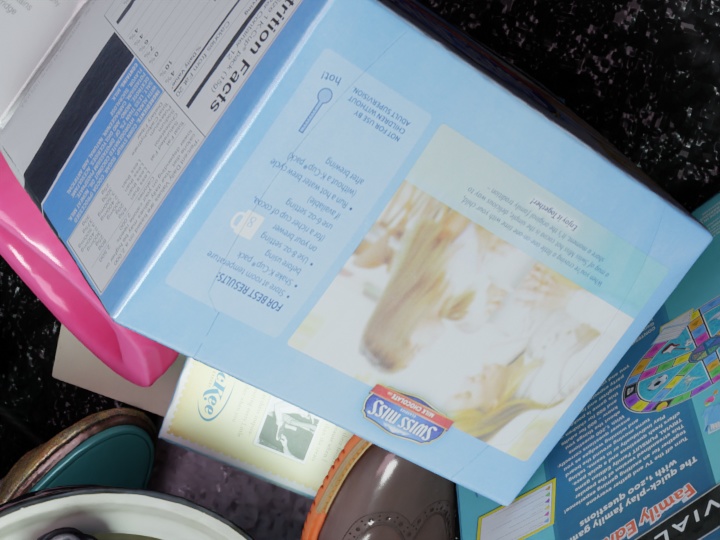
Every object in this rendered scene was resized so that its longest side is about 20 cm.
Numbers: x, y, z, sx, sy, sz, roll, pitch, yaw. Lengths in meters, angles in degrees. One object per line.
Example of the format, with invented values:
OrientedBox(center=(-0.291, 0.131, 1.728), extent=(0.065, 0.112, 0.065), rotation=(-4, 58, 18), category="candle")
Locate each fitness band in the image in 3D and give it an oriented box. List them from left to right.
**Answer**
OrientedBox(center=(-0.135, -0.010, 0.762), extent=(0.143, 0.200, 0.037), rotation=(39, 78, 5), category="fitness band")

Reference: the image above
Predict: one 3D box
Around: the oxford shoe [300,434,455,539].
OrientedBox(center=(0.016, 0.153, 0.765), extent=(0.073, 0.071, 0.202), rotation=(46, 136, 52), category="oxford shoe")

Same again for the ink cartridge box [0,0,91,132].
OrientedBox(center=(-0.077, -0.135, 0.753), extent=(0.086, 0.146, 0.201), rotation=(35, 91, 27), category="ink cartridge box")

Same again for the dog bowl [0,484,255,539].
OrientedBox(center=(-0.118, 0.181, 0.756), extent=(0.198, 0.074, 0.202), rotation=(-3, 98, -18), category="dog bowl")

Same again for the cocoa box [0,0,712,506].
OrientedBox(center=(-0.001, -0.028, 0.649), extent=(0.134, 0.199, 0.131), rotation=(-54, 39, 10), category="cocoa box")

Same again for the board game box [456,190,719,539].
OrientedBox(center=(0.107, 0.071, 0.673), extent=(0.151, 0.201, 0.047), rotation=(-37, 114, 19), category="board game box")

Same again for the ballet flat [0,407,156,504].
OrientedBox(center=(-0.166, 0.141, 0.885), extent=(0.070, 0.071, 0.201), rotation=(32, 104, 21), category="ballet flat")

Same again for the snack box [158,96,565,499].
OrientedBox(center=(0.000, 0.000, 0.786), extent=(0.115, 0.037, 0.202), rotation=(21, 102, -1), category="snack box")

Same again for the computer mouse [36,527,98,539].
OrientedBox(center=(-0.055, 0.175, 0.709), extent=(0.198, 0.044, 0.111), rotation=(17, 86, -9), category="computer mouse")

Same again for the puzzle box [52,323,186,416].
OrientedBox(center=(-0.066, -0.028, 0.846), extent=(0.132, 0.025, 0.202), rotation=(17, 100, 25), category="puzzle box")
